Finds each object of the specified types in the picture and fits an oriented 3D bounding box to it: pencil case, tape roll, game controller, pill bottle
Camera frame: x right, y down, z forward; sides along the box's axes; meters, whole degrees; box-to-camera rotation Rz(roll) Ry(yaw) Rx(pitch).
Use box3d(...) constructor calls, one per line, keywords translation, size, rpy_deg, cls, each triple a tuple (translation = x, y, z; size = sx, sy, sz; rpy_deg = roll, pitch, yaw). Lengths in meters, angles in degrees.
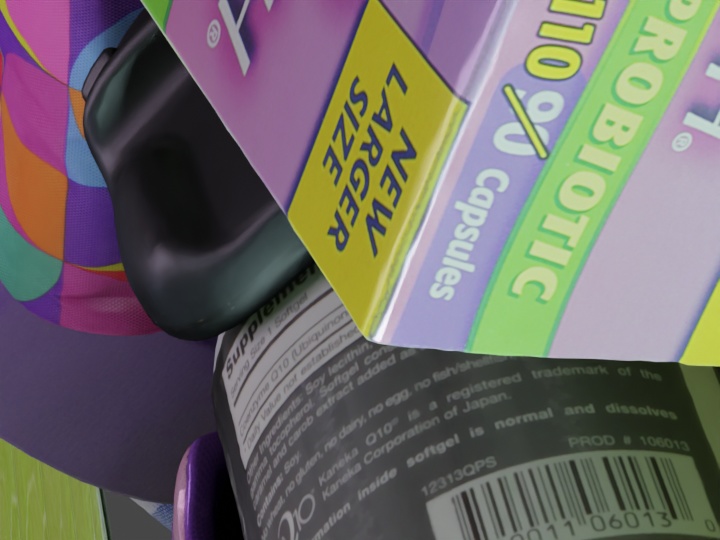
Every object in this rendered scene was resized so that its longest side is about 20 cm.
box3d(translation=(-0.057, -0.073, 0.748), size=(0.200, 0.088, 0.089), rpy_deg=(100, 162, -47), cls="pencil case")
box3d(translation=(-0.084, -0.023, 0.927), size=(0.066, 0.200, 0.200), rpy_deg=(-46, 37, 24), cls="tape roll")
box3d(translation=(0.016, -0.071, 0.635), size=(0.200, 0.042, 0.105), rpy_deg=(-42, 44, 20), cls="game controller")
box3d(translation=(0.031, 0.045, 0.641), size=(0.200, 0.116, 0.117), rpy_deg=(-107, 19, -47), cls="pill bottle")

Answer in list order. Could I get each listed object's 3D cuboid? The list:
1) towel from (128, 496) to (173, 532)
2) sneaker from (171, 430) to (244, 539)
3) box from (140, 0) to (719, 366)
box3d(translation=(-0.092, 0.010, 0.966), size=(0.024, 0.200, 0.147), rpy_deg=(-49, 4, 22), cls="towel")
box3d(translation=(0.006, 0.103, 0.735), size=(0.200, 0.080, 0.089), rpy_deg=(41, 141, 44), cls="sneaker")
box3d(translation=(0.030, -0.112, 0.496), size=(0.200, 0.096, 0.176), rpy_deg=(55, 131, 45), cls="box")
